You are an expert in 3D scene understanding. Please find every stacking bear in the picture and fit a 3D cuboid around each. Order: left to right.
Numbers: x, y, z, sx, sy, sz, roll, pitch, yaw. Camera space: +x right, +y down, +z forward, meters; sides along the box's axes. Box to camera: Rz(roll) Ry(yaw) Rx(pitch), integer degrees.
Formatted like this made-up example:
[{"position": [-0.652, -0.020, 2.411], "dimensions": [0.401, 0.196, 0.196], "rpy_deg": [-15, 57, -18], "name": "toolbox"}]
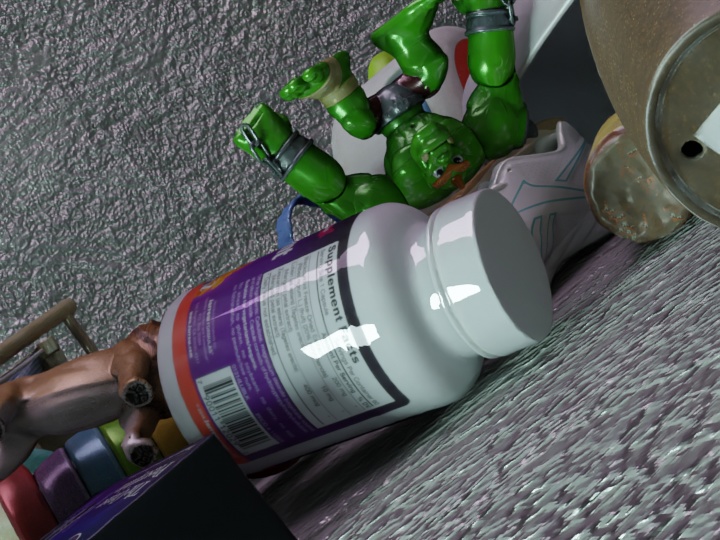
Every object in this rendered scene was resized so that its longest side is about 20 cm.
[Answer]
[{"position": [-0.121, 0.128, 0.856], "dimensions": [0.199, 0.122, 0.114], "rpy_deg": [-30, 8, -16], "name": "stacking bear"}]

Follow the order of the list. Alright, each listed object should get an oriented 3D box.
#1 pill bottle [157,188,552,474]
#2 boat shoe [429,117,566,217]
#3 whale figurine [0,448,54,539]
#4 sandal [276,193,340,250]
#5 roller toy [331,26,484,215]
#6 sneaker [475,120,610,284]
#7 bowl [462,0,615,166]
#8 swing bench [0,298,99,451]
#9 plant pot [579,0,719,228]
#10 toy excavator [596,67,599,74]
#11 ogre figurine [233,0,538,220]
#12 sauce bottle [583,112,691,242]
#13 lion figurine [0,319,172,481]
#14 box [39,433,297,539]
[{"position": [-0.002, 0.031, 0.719], "dimensions": [0.198, 0.112, 0.111], "rpy_deg": [-22, 9, 27], "name": "pill bottle"}, {"position": [0.086, -0.019, 0.942], "dimensions": [0.200, 0.069, 0.073], "rpy_deg": [-45, -17, 28], "name": "boat shoe"}, {"position": [-0.271, 0.204, 0.950], "dimensions": [0.199, 0.160, 0.104], "rpy_deg": [-32, 40, 2], "name": "whale figurine"}, {"position": [0.000, 0.000, 0.911], "dimensions": [0.199, 0.088, 0.079], "rpy_deg": [16, 23, 43], "name": "sandal"}, {"position": [0.082, -0.094, 1.078], "dimensions": [0.139, 0.200, 0.183], "rpy_deg": [-36, 13, 29], "name": "roller toy"}, {"position": [0.091, -0.019, 0.830], "dimensions": [0.200, 0.081, 0.070], "rpy_deg": [-41, 7, -36], "name": "sneaker"}, {"position": [0.172, -0.165, 0.953], "dimensions": [0.198, 0.075, 0.201], "rpy_deg": [-2, -41, -39], "name": "bowl"}, {"position": [-0.267, 0.163, 1.090], "dimensions": [0.129, 0.200, 0.200], "rpy_deg": [-35, 4, 25], "name": "swing bench"}, {"position": [0.168, -0.104, 0.537], "dimensions": [0.186, 0.187, 0.201], "rpy_deg": [-35, 18, 32], "name": "plant pot"}, {"position": [0.257, -0.194, 0.836], "dimensions": [0.197, 0.197, 0.100], "rpy_deg": [9, 13, 9], "name": "toy excavator"}, {"position": [0.032, -0.101, 0.866], "dimensions": [0.199, 0.121, 0.098], "rpy_deg": [-36, 5, -23], "name": "ogre figurine"}, {"position": [0.165, -0.066, 0.785], "dimensions": [0.066, 0.066, 0.200], "rpy_deg": [-36, 5, 17], "name": "sauce bottle"}, {"position": [-0.166, 0.077, 0.780], "dimensions": [0.197, 0.073, 0.123], "rpy_deg": [-9, 19, -2], "name": "lion figurine"}, {"position": [-0.135, 0.168, 0.668], "dimensions": [0.141, 0.079, 0.200], "rpy_deg": [-42, 5, -32], "name": "box"}]
